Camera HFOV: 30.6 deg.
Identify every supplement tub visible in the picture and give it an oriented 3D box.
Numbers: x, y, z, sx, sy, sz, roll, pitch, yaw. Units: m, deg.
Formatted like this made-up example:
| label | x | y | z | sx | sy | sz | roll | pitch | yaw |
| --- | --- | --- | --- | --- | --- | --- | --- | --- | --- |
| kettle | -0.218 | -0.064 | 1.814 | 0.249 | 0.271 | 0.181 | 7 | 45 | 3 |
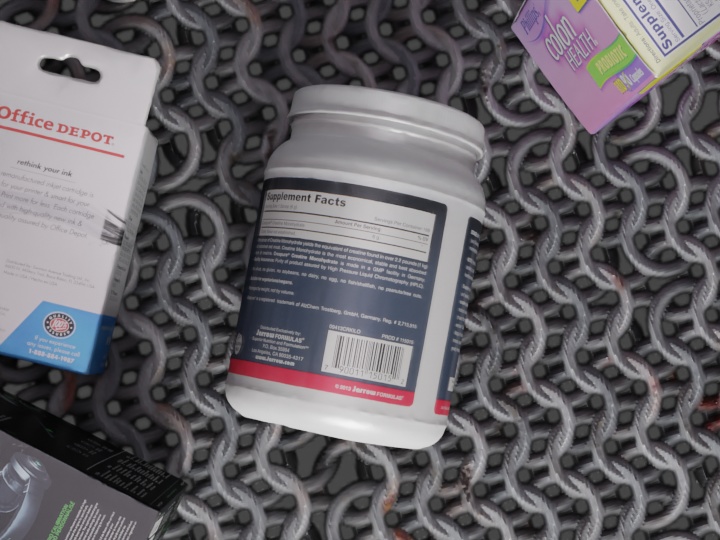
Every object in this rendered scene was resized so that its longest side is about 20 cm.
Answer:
| label | x | y | z | sx | sy | sz | roll | pitch | yaw |
| --- | --- | --- | --- | --- | --- | --- | --- | --- | --- |
| supplement tub | 0.000 | 0.000 | 0.812 | 0.139 | 0.140 | 0.202 | 11 | 85 | -2 |

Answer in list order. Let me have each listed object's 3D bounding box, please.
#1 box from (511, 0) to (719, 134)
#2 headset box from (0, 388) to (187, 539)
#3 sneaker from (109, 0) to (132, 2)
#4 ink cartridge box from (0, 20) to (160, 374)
| label | x | y | z | sx | sy | sz | roll | pitch | yaw |
| --- | --- | --- | --- | --- | --- | --- | --- | --- | --- |
| box | 0.210 | -0.195 | 0.817 | 0.199 | 0.176 | 0.097 | -36 | 88 | -5 |
| headset box | -0.215 | 0.129 | 0.776 | 0.199 | 0.174 | 0.093 | 27 | 85 | -1 |
| sneaker | -0.169 | -0.280 | 0.854 | 0.073 | 0.082 | 0.202 | -7 | 86 | -2 |
| ink cartridge box | -0.200 | -0.044 | 0.843 | 0.115 | 0.068 | 0.202 | 14 | 86 | -2 |
